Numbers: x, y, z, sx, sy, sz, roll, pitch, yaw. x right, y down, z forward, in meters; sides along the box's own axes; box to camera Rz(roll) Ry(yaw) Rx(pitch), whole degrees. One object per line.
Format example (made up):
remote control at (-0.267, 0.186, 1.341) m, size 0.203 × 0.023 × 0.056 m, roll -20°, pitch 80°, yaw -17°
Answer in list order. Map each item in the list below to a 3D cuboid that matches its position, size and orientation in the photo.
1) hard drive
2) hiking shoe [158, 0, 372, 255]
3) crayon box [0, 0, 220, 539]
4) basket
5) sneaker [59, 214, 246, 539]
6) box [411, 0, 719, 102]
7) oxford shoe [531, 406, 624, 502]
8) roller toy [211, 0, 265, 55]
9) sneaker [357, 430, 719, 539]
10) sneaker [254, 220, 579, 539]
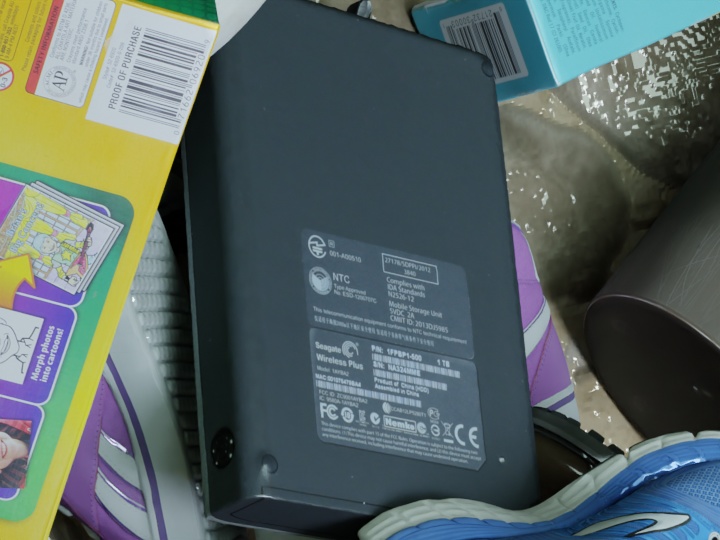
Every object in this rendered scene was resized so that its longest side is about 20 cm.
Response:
hard drive at (0.000, 0.000, 1.069) m, size 0.139 × 0.033 × 0.201 m, roll 13°, pitch 62°, yaw -37°
hiking shoe at (-0.071, -0.060, 1.130) m, size 0.199 × 0.076 × 0.101 m, roll -4°, pitch 73°, yaw -39°
crayon box at (-0.132, -0.014, 0.942) m, size 0.118 × 0.058 × 0.201 m, roll 16°, pitch 110°, yaw -13°
basket at (0.200, -0.009, 1.249) m, size 0.200 × 0.136 × 0.181 m, roll -44°, pitch 138°, yaw -22°
sneaker at (-0.110, 0.057, 1.079) m, size 0.073 × 0.114 × 0.201 m, roll -76°, pitch 155°, yaw -56°
box at (0.125, -0.126, 1.247) m, size 0.199 × 0.082 × 0.049 m, roll -25°, pitch 98°, yaw -32°
oxford shoe at (0.102, 0.142, 1.118) m, size 0.084 × 0.073 × 0.201 m, roll -39°, pitch 103°, yaw -28°
roller toy at (-0.116, -0.158, 1.026) m, size 0.183 × 0.200 × 0.140 m, roll -54°, pitch 133°, yaw -9°
sneaker at (0.092, 0.115, 1.024) m, size 0.199 × 0.089 × 0.079 m, roll -13°, pitch 119°, yaw -27°
sneaker at (0.012, 0.034, 1.135) m, size 0.200 × 0.072 × 0.115 m, roll -29°, pitch 111°, yaw -58°
